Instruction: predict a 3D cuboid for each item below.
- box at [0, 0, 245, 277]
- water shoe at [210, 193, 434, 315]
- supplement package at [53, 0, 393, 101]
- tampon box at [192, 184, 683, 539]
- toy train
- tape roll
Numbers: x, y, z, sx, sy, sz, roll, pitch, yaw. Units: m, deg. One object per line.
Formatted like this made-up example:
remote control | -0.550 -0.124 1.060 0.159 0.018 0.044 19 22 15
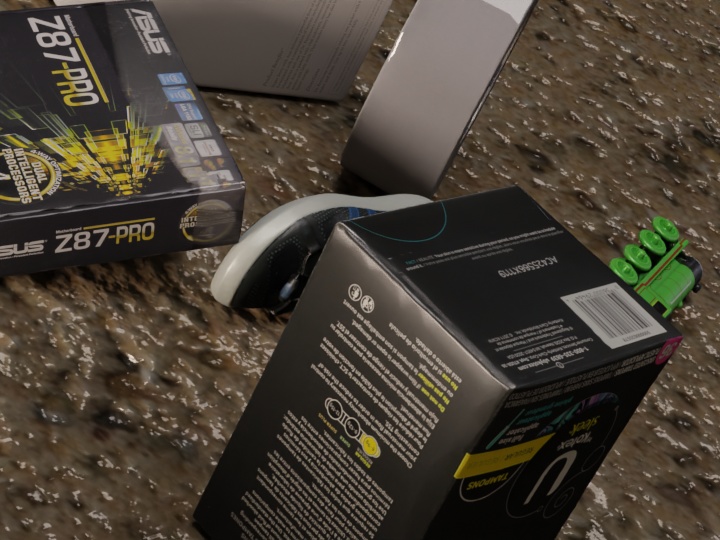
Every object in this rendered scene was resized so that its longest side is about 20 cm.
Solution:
box | -0.172 -0.081 1.420 0.160 0.049 0.200 -6 41 -20
water shoe | 0.000 0.000 1.453 0.200 0.072 0.079 -13 54 -46
supplement package | -0.093 -0.203 1.638 0.199 0.122 0.120 4 38 -36
tampon box | 0.037 0.080 1.230 0.150 0.200 0.126 -14 50 -48
toy train | 0.181 0.018 1.605 0.056 0.042 0.200 43 32 6
tape roll | 0.061 -0.141 1.588 0.066 0.201 0.200 28 30 2
